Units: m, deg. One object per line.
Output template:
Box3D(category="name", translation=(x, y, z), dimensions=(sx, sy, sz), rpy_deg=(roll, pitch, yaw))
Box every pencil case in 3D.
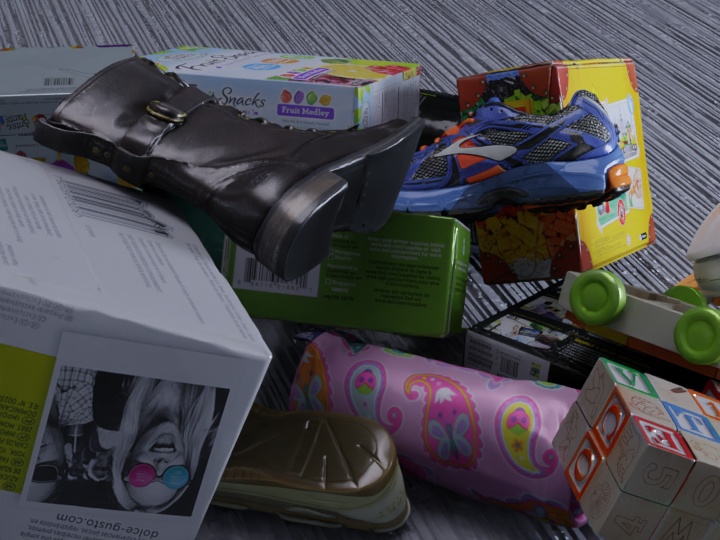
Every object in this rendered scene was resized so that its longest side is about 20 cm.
Box3D(category="pencil case", translation=(0.053, 0.091, 0.923), dimensions=(0.198, 0.088, 0.087), rpy_deg=(13, 27, 25))

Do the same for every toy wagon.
Box3D(category="toy wagon", translation=(0.218, 0.042, 0.920), dimensions=(0.199, 0.040, 0.155), rpy_deg=(22, 7, 32))

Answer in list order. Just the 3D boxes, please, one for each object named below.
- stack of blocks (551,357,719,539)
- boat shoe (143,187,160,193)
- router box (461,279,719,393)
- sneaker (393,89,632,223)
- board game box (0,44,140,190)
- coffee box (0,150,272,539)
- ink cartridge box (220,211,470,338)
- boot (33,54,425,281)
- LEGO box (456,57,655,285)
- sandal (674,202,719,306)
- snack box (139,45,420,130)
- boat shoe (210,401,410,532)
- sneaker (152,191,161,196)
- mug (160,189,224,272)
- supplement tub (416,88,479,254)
Box3D(category="stack of blocks", translation=(0.207, 0.114, 0.832), dimensions=(0.198, 0.059, 0.115), rpy_deg=(20, 21, -18))
Box3D(category="boat shoe", translation=(-0.172, -0.104, 1.201), dimensions=(0.074, 0.075, 0.202), rpy_deg=(25, 28, 14))
Box3D(category="router box", translation=(0.189, 0.069, 1.019), dimensions=(0.199, 0.052, 0.149), rpy_deg=(21, 29, 35))
Box3D(category="sneaker", translation=(0.080, -0.075, 1.035), dimensions=(0.197, 0.079, 0.075), rpy_deg=(-6, -7, 8))
Box3D(category="board game box", translation=(-0.198, -0.040, 1.041), dimensions=(0.104, 0.202, 0.103), rpy_deg=(-2, 25, -8))
Box3D(category="coffee box", translation=(-0.193, 0.062, 0.769), dimensions=(0.198, 0.199, 0.200), rpy_deg=(16, 17, -27))
Box3D(category="ink cartridge box", translation=(0.000, 0.000, 1.036), dimensions=(0.146, 0.077, 0.200), rpy_deg=(6, 0, 9))
Box3D(category="boot", translation=(-0.068, -0.080, 0.884), dimensions=(0.173, 0.070, 0.200), rpy_deg=(30, 30, 17))
Box3D(category="LEGO box", translation=(0.152, -0.079, 1.151), dimensions=(0.076, 0.151, 0.200), rpy_deg=(-6, 5, 27))
Box3D(category="sandal", translation=(0.251, -0.016, 1.045), dimensions=(0.079, 0.060, 0.207), rpy_deg=(-34, 0, -17))
Box3D(category="snack box", translation=(-0.070, -0.126, 1.116), dimensions=(0.198, 0.054, 0.142), rpy_deg=(7, 15, 19))
Box3D(category="boat shoe", translation=(-0.066, 0.113, 0.912), dimensions=(0.198, 0.063, 0.074), rpy_deg=(6, 50, 23))
Box3D(category="sneaker", translation=(-0.239, -0.041, 1.199), dimensions=(0.198, 0.073, 0.115), rpy_deg=(-3, 29, -12))
Box3D(category="mug", translation=(-0.091, -0.053, 1.168), dimensions=(0.183, 0.116, 0.152), rpy_deg=(5, 16, 9))
Box3D(category="supplement tub", translation=(0.039, -0.088, 1.258), dimensions=(0.198, 0.124, 0.122), rpy_deg=(14, 27, 22))
